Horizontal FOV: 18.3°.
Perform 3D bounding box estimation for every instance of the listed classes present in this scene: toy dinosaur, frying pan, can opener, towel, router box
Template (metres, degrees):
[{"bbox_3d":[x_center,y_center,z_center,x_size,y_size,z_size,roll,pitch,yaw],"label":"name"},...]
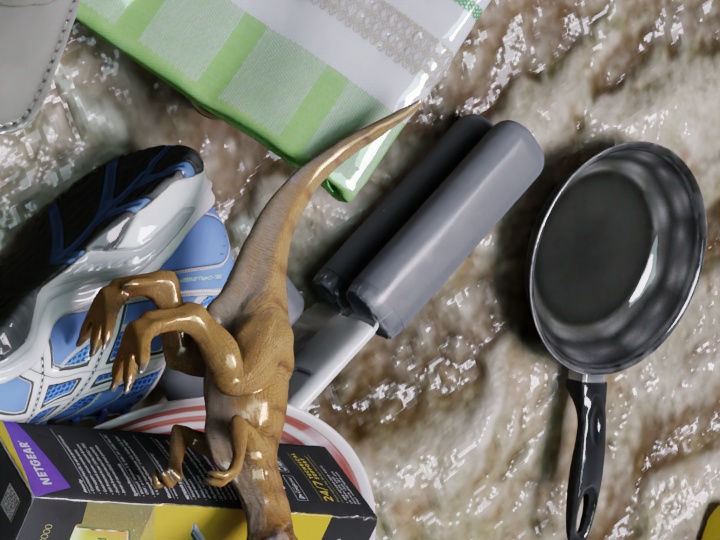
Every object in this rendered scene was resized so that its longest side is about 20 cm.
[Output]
[{"bbox_3d":[-0.045,0.023,0.844,0.106,0.060,0.201,14,75,-29],"label":"toy dinosaur"},{"bbox_3d":[0.126,0.027,1.088,0.115,0.031,0.191,-25,119,-30],"label":"frying pan"},{"bbox_3d":[0.000,0.000,0.971,0.200,0.053,0.067,-43,123,-21],"label":"can opener"},{"bbox_3d":[-0.009,-0.148,0.891,0.149,0.031,0.200,33,79,-1],"label":"towel"},{"bbox_3d":[-0.103,0.158,0.888,0.157,0.052,0.200,7,118,-36],"label":"router box"}]

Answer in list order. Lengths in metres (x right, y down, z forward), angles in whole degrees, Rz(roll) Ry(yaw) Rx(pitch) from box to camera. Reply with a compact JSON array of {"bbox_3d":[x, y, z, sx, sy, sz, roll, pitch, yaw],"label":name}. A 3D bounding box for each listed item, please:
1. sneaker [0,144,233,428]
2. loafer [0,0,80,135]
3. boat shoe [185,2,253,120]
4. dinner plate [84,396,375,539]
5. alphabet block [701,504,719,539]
[{"bbox_3d":[-0.123,0.035,0.871,0.200,0.076,0.077,-39,118,-22],"label":"sneaker"},{"bbox_3d":[-0.125,-0.126,0.799,0.070,0.070,0.200,-16,136,-27],"label":"loafer"},{"bbox_3d":[0.012,-0.124,0.937,0.200,0.067,0.072,-33,120,-26],"label":"boat shoe"},{"bbox_3d":[-0.087,0.129,0.930,0.200,0.024,0.201,-17,129,-22],"label":"dinner plate"},{"bbox_3d":[0.284,0.248,1.166,0.200,0.195,0.197,17,90,-38],"label":"alphabet block"}]
